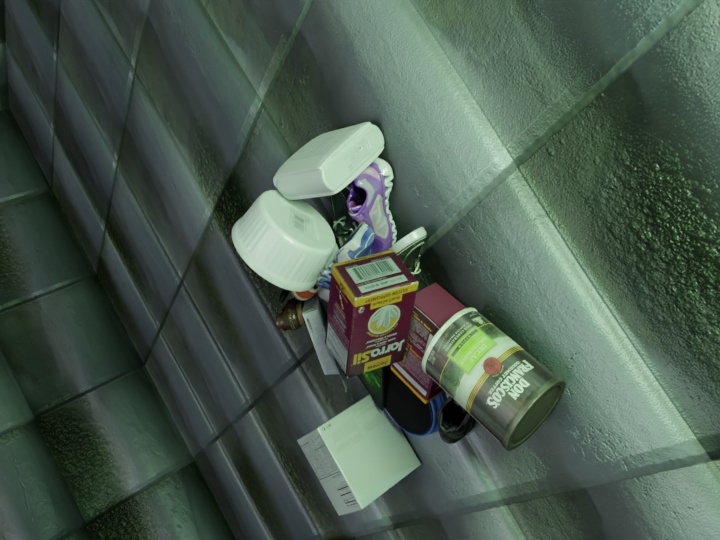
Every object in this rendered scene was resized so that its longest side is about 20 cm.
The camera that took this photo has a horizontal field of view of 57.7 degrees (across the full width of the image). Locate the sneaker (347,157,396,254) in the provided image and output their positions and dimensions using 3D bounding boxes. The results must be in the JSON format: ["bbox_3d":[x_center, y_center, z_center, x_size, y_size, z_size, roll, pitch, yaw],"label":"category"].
[{"bbox_3d":[0.014,-0.112,1.263,0.080,0.088,0.203,23,130,42],"label":"sneaker"}]

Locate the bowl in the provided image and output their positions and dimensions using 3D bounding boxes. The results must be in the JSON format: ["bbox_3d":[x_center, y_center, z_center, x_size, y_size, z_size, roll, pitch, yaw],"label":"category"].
[{"bbox_3d":[0.104,0.268,1.424,0.200,0.039,0.203,32,134,40],"label":"bowl"}]

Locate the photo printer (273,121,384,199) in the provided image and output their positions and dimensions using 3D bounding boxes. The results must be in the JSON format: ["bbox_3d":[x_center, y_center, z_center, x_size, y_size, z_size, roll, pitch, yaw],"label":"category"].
[{"bbox_3d":[-0.069,-0.206,1.251,0.199,0.167,0.070,1,131,52],"label":"photo printer"}]

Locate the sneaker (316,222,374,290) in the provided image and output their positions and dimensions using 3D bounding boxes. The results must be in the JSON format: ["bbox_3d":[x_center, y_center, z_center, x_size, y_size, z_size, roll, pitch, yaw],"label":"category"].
[{"bbox_3d":[0.000,0.000,1.270,0.115,0.081,0.200,37,142,-1],"label":"sneaker"}]

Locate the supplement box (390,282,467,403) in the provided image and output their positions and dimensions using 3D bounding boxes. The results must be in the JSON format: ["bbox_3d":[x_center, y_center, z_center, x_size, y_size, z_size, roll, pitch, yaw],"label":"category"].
[{"bbox_3d":[0.135,0.141,1.259,0.110,0.085,0.202,41,140,32],"label":"supplement box"}]

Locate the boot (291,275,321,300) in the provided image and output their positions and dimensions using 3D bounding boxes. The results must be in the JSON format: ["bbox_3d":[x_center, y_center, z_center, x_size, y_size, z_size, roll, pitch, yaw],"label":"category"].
[{"bbox_3d":[-0.142,-0.035,1.419,0.202,0.074,0.107,63,160,-3],"label":"boot"}]

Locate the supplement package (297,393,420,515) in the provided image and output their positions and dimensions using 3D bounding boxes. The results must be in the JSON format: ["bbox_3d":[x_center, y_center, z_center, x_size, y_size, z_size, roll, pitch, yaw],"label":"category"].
[{"bbox_3d":[-0.006,0.427,1.537,0.202,0.190,0.147,59,146,9],"label":"supplement package"}]

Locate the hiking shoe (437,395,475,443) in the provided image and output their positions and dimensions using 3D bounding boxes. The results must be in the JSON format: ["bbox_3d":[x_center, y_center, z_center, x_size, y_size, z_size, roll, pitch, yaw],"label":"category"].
[{"bbox_3d":[0.178,0.283,1.277,0.076,0.100,0.202,45,141,27],"label":"hiking shoe"}]

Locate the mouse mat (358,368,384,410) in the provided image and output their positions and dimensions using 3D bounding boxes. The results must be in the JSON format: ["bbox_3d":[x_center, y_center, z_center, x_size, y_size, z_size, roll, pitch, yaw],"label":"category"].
[{"bbox_3d":[0.003,0.207,1.501,0.200,0.007,0.163,51,153,42],"label":"mouse mat"}]

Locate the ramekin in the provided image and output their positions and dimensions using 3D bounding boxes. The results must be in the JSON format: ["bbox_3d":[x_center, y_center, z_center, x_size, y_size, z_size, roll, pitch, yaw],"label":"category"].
[{"bbox_3d":[-0.144,-0.065,1.285,0.201,0.199,0.098,50,117,20],"label":"ramekin"}]

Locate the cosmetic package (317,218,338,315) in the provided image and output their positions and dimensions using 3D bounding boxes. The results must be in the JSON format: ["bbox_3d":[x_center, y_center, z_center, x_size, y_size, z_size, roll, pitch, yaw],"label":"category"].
[{"bbox_3d":[-0.069,0.010,1.432,0.151,0.051,0.202,114,133,-69],"label":"cosmetic package"}]

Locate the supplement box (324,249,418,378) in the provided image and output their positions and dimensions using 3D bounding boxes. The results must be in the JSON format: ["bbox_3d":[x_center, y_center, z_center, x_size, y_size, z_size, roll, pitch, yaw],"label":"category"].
[{"bbox_3d":[0.016,0.080,1.202,0.104,0.129,0.202,53,148,41],"label":"supplement box"}]

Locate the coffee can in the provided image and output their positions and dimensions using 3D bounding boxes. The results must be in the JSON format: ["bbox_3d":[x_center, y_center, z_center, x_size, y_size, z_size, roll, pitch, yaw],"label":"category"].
[{"bbox_3d":[0.222,0.181,1.113,0.200,0.145,0.148,40,139,31],"label":"coffee can"}]

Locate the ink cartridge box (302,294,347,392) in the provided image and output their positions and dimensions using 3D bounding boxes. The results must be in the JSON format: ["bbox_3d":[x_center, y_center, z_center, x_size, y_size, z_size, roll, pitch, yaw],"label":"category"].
[{"bbox_3d":[-0.081,0.160,1.498,0.200,0.040,0.203,-103,-7,-80],"label":"ink cartridge box"}]

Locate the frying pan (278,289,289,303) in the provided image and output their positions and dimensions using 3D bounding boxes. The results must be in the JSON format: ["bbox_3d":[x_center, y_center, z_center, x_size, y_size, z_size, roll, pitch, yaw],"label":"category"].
[{"bbox_3d":[-0.156,0.003,1.510,0.031,0.190,0.117,-17,93,17],"label":"frying pan"}]

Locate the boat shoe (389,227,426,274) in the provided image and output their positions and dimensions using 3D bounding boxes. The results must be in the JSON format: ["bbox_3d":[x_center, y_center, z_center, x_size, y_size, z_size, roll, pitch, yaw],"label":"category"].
[{"bbox_3d":[0.087,-0.014,1.249,0.064,0.070,0.200,56,153,13],"label":"boat shoe"}]

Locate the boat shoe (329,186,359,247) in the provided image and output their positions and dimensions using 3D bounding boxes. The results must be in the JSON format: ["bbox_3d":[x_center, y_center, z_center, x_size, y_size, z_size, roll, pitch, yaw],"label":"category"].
[{"bbox_3d":[-0.022,-0.083,1.354,0.075,0.060,0.202,-22,92,56],"label":"boat shoe"}]

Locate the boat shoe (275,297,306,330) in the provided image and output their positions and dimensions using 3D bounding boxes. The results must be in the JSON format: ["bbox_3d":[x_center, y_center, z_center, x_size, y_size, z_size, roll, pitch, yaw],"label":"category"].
[{"bbox_3d":[-0.157,0.099,1.527,0.200,0.069,0.071,-30,-77,-87],"label":"boat shoe"}]
